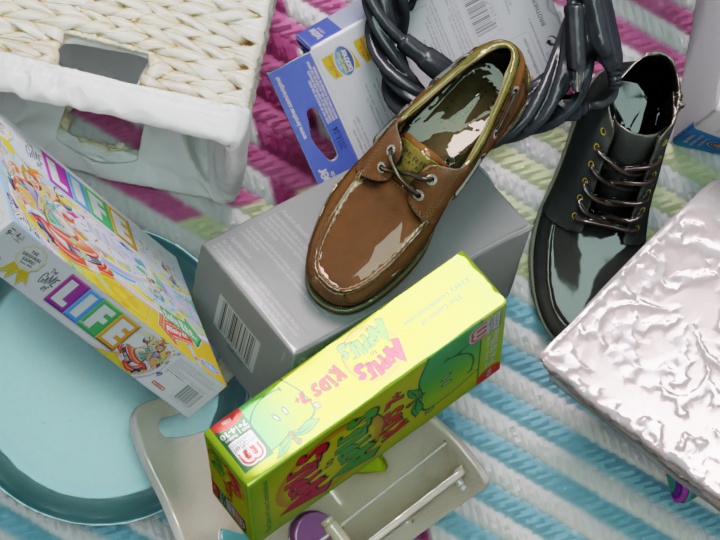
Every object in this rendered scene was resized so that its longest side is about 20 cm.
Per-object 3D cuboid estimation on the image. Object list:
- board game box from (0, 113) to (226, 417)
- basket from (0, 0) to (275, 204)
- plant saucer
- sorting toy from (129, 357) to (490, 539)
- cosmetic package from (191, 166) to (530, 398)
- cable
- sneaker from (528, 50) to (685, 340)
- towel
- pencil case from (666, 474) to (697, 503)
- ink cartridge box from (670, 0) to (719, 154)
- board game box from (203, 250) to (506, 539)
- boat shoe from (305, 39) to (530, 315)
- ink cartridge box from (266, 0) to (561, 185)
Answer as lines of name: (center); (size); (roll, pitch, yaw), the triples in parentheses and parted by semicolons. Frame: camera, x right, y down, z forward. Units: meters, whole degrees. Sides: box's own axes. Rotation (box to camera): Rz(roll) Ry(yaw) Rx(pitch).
board game box: (-0.171, -0.009, 1.605); (0.034, 0.135, 0.200); (-39, 131, 12)
basket: (-0.154, -0.154, 1.689); (0.197, 0.200, 0.162); (13, 81, -2)
plant saucer: (-0.173, 0.069, 1.749); (0.199, 0.027, 0.201); (1, 84, -5)
sorting toy: (-0.053, 0.131, 1.708); (0.200, 0.107, 0.180); (-36, 87, -16)
cosmetic package: (0.000, 0.000, 1.701); (0.200, 0.090, 0.107); (-25, 61, -29)
cable: (0.079, -0.181, 1.698); (0.162, 0.051, 0.201); (-13, 99, 7)
sneaker: (0.162, -0.048, 1.753); (0.074, 0.106, 0.201); (11, 83, -4)
towel: (0.248, 0.056, 1.704); (0.200, 0.032, 0.191); (39, 72, 24)
pencil case: (0.288, 0.082, 1.758); (0.199, 0.092, 0.085); (-21, 89, -7)
ink cartridge box: (0.330, -0.144, 1.760); (0.199, 0.147, 0.145); (12, 83, -4)
board game box: (-0.002, 0.080, 1.637); (0.200, 0.102, 0.048); (-35, 69, -15)
boat shoe: (0.031, -0.064, 1.626); (0.072, 0.068, 0.200); (33, 77, 8)
ink cartridge box: (0.040, -0.136, 1.760); (0.200, 0.042, 0.120); (-31, 120, -10)
